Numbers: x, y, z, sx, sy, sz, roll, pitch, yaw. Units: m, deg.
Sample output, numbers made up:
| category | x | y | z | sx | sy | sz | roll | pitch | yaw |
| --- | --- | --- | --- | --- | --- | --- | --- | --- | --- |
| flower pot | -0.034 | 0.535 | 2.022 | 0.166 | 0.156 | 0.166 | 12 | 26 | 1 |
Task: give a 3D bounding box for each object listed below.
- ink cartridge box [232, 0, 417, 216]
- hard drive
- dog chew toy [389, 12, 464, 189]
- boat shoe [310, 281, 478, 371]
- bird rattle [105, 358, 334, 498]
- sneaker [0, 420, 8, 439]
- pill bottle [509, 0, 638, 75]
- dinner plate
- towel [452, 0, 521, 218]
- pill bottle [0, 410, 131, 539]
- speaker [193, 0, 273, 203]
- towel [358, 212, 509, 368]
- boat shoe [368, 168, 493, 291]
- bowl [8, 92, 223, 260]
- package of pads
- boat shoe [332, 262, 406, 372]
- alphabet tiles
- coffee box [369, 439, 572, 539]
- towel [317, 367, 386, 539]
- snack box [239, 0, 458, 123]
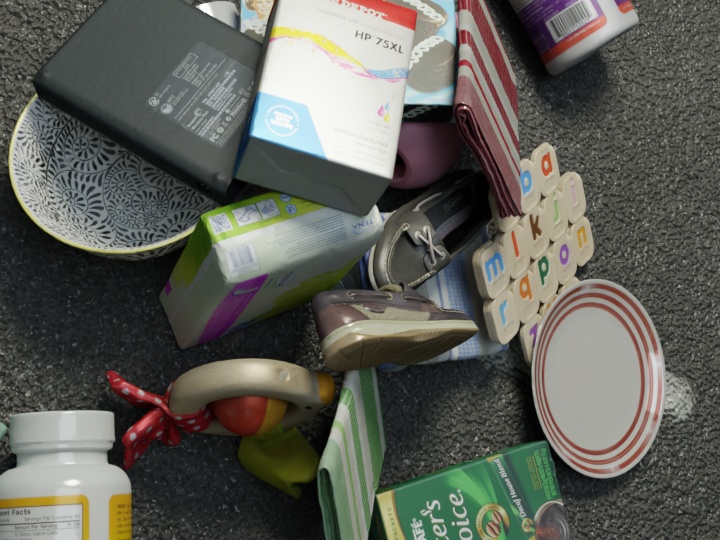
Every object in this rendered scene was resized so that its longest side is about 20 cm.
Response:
| category | x | y | z | sx | sy | sz | roll | pitch | yaw |
| --- | --- | --- | --- | --- | --- | --- | --- | --- | --- |
| ink cartridge box | -0.023 | -0.158 | 0.862 | 0.114 | 0.067 | 0.203 | 15 | 63 | -12 |
| hard drive | -0.153 | -0.155 | 0.907 | 0.198 | 0.033 | 0.140 | 30 | 66 | 13 |
| dog chew toy | 0.066 | -0.178 | 1.074 | 0.124 | 0.124 | 0.201 | 39 | 60 | -11 |
| boat shoe | 0.032 | 0.042 | 0.927 | 0.198 | 0.072 | 0.066 | -1 | 62 | -51 |
| bird rattle | -0.111 | 0.109 | 0.923 | 0.197 | 0.163 | 0.114 | 21 | 53 | -27 |
| sneaker | -0.371 | 0.091 | 0.851 | 0.118 | 0.073 | 0.201 | -47 | 109 | -17 |
| pill bottle | 0.204 | -0.324 | 1.163 | 0.110 | 0.111 | 0.202 | -30 | 92 | -25 |
| dinner plate | 0.244 | 0.111 | 1.125 | 0.197 | 0.024 | 0.205 | 6 | 80 | -34 |
| towel | 0.116 | -0.166 | 1.003 | 0.145 | 0.022 | 0.202 | 58 | 28 | -42 |
| pill bottle | -0.238 | 0.216 | 0.863 | 0.111 | 0.113 | 0.204 | 1 | 79 | -22 |
| speaker | -0.119 | -0.139 | 1.006 | 0.080 | 0.081 | 0.203 | -19 | 87 | -25 |
| towel | 0.070 | 0.015 | 1.046 | 0.198 | 0.024 | 0.150 | -3 | 79 | -48 |
| boat shoe | 0.075 | -0.043 | 1.010 | 0.200 | 0.056 | 0.068 | -45 | 110 | -45 |
| bowl | -0.193 | -0.082 | 0.939 | 0.196 | 0.095 | 0.204 | 1 | 63 | -1 |
| package of pads | -0.078 | -0.007 | 0.928 | 0.152 | 0.200 | 0.069 | -20 | 80 | -25 |
| boat shoe | 0.000 | 0.000 | 1.043 | 0.062 | 0.071 | 0.203 | -29 | 95 | -50 |
| alphabet tiles | 0.177 | -0.016 | 1.091 | 0.199 | 0.014 | 0.199 | -38 | 121 | -40 |
| coffee box | 0.106 | 0.248 | 1.041 | 0.197 | 0.044 | 0.125 | -11 | 84 | -25 |
| towel | -0.007 | 0.157 | 0.922 | 0.023 | 0.155 | 0.201 | 0 | 32 | 11 |
| snack box | -0.011 | -0.194 | 0.976 | 0.196 | 0.037 | 0.118 | 0 | 70 | -7 |
